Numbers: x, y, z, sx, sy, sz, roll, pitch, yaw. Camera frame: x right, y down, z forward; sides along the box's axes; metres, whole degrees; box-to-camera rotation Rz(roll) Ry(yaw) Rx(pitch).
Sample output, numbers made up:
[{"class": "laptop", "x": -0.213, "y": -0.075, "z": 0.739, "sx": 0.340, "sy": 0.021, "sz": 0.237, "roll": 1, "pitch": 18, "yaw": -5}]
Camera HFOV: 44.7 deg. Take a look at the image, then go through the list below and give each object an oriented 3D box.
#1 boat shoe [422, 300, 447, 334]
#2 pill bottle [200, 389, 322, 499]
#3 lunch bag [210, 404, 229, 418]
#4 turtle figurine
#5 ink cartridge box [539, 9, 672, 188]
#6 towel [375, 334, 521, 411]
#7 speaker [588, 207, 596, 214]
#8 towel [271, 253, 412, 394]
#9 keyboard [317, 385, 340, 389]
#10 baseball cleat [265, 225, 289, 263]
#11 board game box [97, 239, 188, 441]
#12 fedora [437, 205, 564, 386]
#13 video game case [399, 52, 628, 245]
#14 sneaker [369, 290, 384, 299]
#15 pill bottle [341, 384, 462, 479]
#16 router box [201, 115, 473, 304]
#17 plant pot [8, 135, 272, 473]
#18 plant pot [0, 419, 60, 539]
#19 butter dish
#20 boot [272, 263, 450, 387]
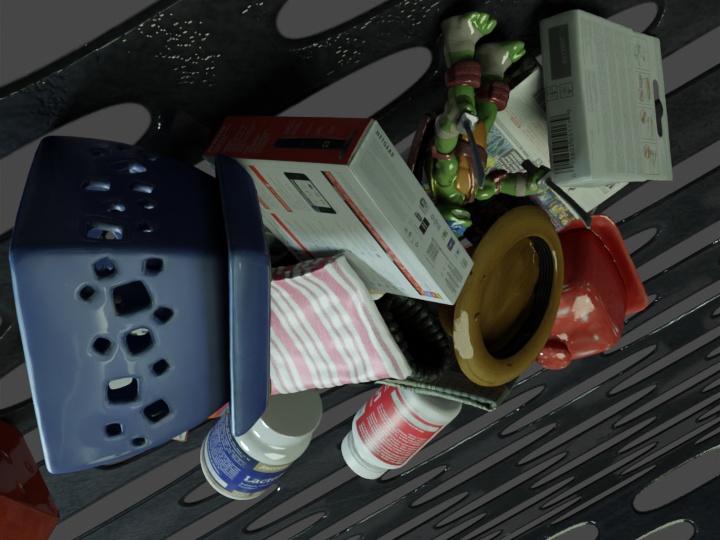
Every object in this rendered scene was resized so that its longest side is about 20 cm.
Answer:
[{"class": "boat shoe", "x": 0.054, "y": 0.055, "z": 1.137, "sx": 0.199, "sy": 0.072, "sz": 0.066, "roll": -11, "pitch": 136, "yaw": -31}, {"class": "pill bottle", "x": -0.131, "y": 0.216, "z": 1.158, "sx": 0.115, "sy": 0.117, "sz": 0.200, "roll": -5, "pitch": 151, "yaw": -33}, {"class": "lunch bag", "x": -0.185, "y": 0.092, "z": 0.992, "sx": 0.199, "sy": 0.082, "sz": 0.177, "roll": 5, "pitch": 135, "yaw": -42}, {"class": "turtle figurine", "x": 0.128, "y": -0.128, "z": 0.791, "sx": 0.142, "sy": 0.196, "sz": 0.200, "roll": 8, "pitch": 169, "yaw": -18}, {"class": "ink cartridge box", "x": 0.257, "y": -0.169, "z": 0.906, "sx": 0.057, "sy": 0.165, "sz": 0.199, "roll": -5, "pitch": 180, "yaw": 37}, {"class": "towel", "x": 0.104, "y": 0.123, "z": 1.126, "sx": 0.192, "sy": 0.198, "sz": 0.035, "roll": -33, "pitch": 130, "yaw": -63}, {"class": "speaker", "x": 0.249, "y": -0.074, "z": 1.097, "sx": 0.080, "sy": 0.082, "sz": 0.201, "roll": -16, "pitch": 146, "yaw": -19}, {"class": "towel", "x": -0.057, "y": 0.063, "z": 0.879, "sx": 0.199, "sy": 0.030, "sz": 0.147, "roll": -13, "pitch": 120, "yaw": 39}, {"class": "keyboard", "x": -0.053, "y": 0.137, "z": 1.223, "sx": 0.198, "sy": 0.021, "sz": 0.128, "roll": -9, "pitch": 143, "yaw": -28}, {"class": "baseball cleat", "x": -0.141, "y": -0.030, "z": 0.863, "sx": 0.198, "sy": 0.070, "sz": 0.107, "roll": 5, "pitch": 136, "yaw": -41}, {"class": "board game box", "x": -0.227, "y": 0.071, "z": 0.867, "sx": 0.151, "sy": 0.040, "sz": 0.202, "roll": 13, "pitch": 121, "yaw": -12}, {"class": "fedora", "x": 0.143, "y": 0.023, "z": 0.952, "sx": 0.199, "sy": 0.081, "sz": 0.203, "roll": -15, "pitch": 111, "yaw": -43}, {"class": "video game case", "x": 0.167, "y": -0.108, "z": 0.951, "sx": 0.181, "sy": 0.036, "sz": 0.200, "roll": -36, "pitch": 127, "yaw": 21}, {"class": "sneaker", "x": 0.000, "y": 0.000, "z": 1.019, "sx": 0.199, "sy": 0.076, "sz": 0.092, "roll": -36, "pitch": 144, "yaw": 10}, {"class": "pill bottle", "x": 0.058, "y": 0.234, "z": 1.362, "sx": 0.111, "sy": 0.113, "sz": 0.200, "roll": 6, "pitch": 135, "yaw": -43}, {"class": "router box", "x": -0.018, "y": -0.054, "z": 0.788, "sx": 0.200, "sy": 0.178, "sz": 0.049, "roll": 50, "pitch": 61, "yaw": -43}, {"class": "plant pot", "x": -0.166, "y": 0.017, "z": 0.704, "sx": 0.177, "sy": 0.201, "sz": 0.202, "roll": -3, "pitch": 121, "yaw": -11}, {"class": "plant pot", "x": -0.446, "y": 0.252, "z": 0.929, "sx": 0.176, "sy": 0.200, "sz": 0.200, "roll": -38, "pitch": 150, "yaw": -5}, {"class": "butter dish", "x": 0.237, "y": 0.052, "z": 1.074, "sx": 0.198, "sy": 0.149, "sz": 0.200, "roll": -13, "pitch": 136, "yaw": 27}, {"class": "boot", "x": -0.019, "y": 0.050, "z": 0.921, "sx": 0.210, "sy": 0.080, "sz": 0.157, "roll": 32, "pitch": 157, "yaw": -20}]
